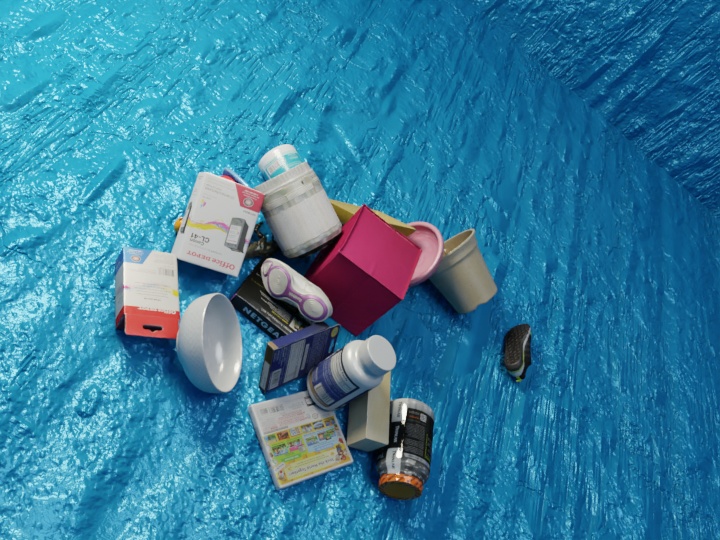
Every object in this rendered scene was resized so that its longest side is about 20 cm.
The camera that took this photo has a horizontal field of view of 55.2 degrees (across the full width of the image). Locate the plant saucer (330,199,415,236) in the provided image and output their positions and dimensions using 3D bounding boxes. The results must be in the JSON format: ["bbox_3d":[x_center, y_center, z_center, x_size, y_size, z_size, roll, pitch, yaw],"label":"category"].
[{"bbox_3d":[0.017,-0.133,1.866,0.199,0.049,0.200,10,14,-35],"label":"plant saucer"}]

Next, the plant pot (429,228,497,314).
[{"bbox_3d":[0.286,0.013,1.949,0.184,0.200,0.200,55,43,-7],"label":"plant pot"}]

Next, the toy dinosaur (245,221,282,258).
[{"bbox_3d":[-0.255,-0.064,1.669,0.199,0.047,0.088,-21,81,-41],"label":"toy dinosaur"}]

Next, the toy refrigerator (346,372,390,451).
[{"bbox_3d":[0.023,0.300,1.567,0.070,0.076,0.201,24,52,-28],"label":"toy refrigerator"}]

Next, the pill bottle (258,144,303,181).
[{"bbox_3d":[-0.173,-0.219,1.793,0.111,0.111,0.201,-22,76,-45],"label":"pill bottle"}]

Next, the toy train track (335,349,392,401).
[{"bbox_3d":[0.015,0.263,1.655,0.200,0.033,0.115,45,43,-4],"label":"toy train track"}]

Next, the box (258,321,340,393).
[{"bbox_3d":[-0.133,0.186,1.532,0.199,0.122,0.032,-17,42,-44],"label":"box"}]

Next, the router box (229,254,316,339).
[{"bbox_3d":[-0.187,0.079,1.611,0.200,0.051,0.149,40,46,-8],"label":"router box"}]

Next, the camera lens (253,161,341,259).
[{"bbox_3d":[-0.149,-0.140,1.657,0.160,0.160,0.201,-38,105,-47],"label":"camera lens"}]

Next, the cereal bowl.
[{"bbox_3d":[-0.314,0.150,1.399,0.200,0.083,0.201,-7,90,-77],"label":"cereal bowl"}]

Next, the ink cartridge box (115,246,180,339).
[{"bbox_3d":[-0.439,0.058,1.417,0.116,0.067,0.201,10,55,-33],"label":"ink cartridge box"}]

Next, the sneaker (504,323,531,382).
[{"bbox_3d":[0.463,0.242,2.015,0.083,0.071,0.200,57,39,-26],"label":"sneaker"}]

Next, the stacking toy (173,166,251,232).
[{"bbox_3d":[-0.355,-0.144,1.618,0.110,0.116,0.200,40,57,23],"label":"stacking toy"}]

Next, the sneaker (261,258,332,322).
[{"bbox_3d":[-0.147,0.048,1.588,0.200,0.075,0.100,40,9,9],"label":"sneaker"}]

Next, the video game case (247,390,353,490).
[{"bbox_3d":[-0.127,0.356,1.486,0.199,0.023,0.183,-6,65,-42],"label":"video game case"}]

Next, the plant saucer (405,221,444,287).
[{"bbox_3d":[0.140,-0.036,1.866,0.051,0.200,0.201,45,35,-45],"label":"plant saucer"}]

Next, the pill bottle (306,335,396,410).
[{"bbox_3d":[-0.018,0.220,1.507,0.111,0.200,0.111,28,43,-30],"label":"pill bottle"}]

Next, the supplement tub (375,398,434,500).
[{"bbox_3d":[0.101,0.403,1.558,0.122,0.122,0.201,29,46,-19],"label":"supplement tub"}]

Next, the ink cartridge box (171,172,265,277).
[{"bbox_3d":[-0.317,-0.102,1.541,0.147,0.086,0.201,19,87,-26],"label":"ink cartridge box"}]

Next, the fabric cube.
[{"bbox_3d":[0.000,0.000,1.710,0.200,0.199,0.197,37,45,-10],"label":"fabric cube"}]
